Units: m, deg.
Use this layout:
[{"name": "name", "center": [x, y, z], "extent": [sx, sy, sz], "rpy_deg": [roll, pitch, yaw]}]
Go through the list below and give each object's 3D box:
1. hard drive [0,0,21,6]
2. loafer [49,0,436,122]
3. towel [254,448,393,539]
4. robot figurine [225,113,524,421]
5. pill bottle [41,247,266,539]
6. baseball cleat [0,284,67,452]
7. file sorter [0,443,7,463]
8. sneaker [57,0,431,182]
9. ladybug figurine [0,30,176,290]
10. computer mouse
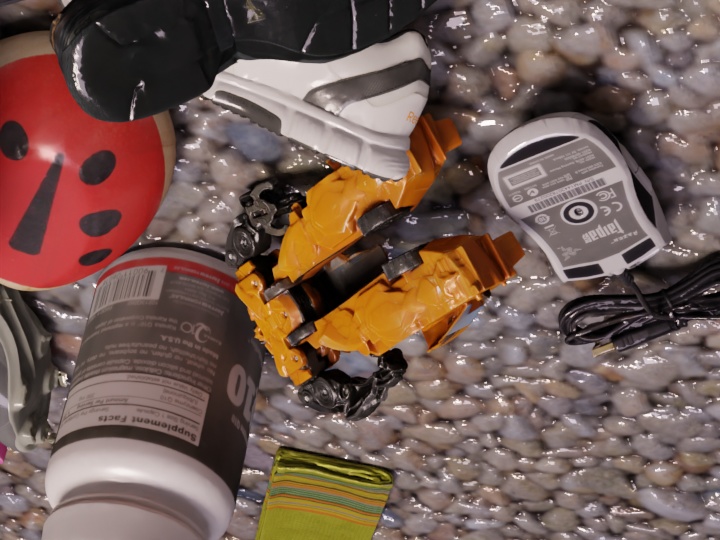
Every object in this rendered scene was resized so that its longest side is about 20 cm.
[{"name": "hard drive", "center": [-0.116, -0.177, 0.813], "extent": [0.198, 0.043, 0.135], "rpy_deg": [-19, 157, 6]}, {"name": "loafer", "center": [-0.050, -0.134, 0.881], "extent": [0.198, 0.072, 0.073], "rpy_deg": [-17, 124, -15]}, {"name": "towel", "center": [-0.033, 0.193, 1.396], "extent": [0.085, 0.018, 0.201], "rpy_deg": [12, 144, -2]}, {"name": "robot figurine", "center": [0.000, 0.000, 1.051], "extent": [0.200, 0.058, 0.146], "rpy_deg": [-33, 83, 52]}, {"name": "pill bottle", "center": [-0.123, 0.098, 1.129], "extent": [0.113, 0.201, 0.114], "rpy_deg": [6, 145, 5]}, {"name": "baseball cleat", "center": [-0.253, 0.036, 1.204], "extent": [0.105, 0.070, 0.201], "rpy_deg": [8, 136, 14]}, {"name": "file sorter", "center": [-0.352, 0.121, 1.280], "extent": [0.138, 0.126, 0.201], "rpy_deg": [-3, 142, 16]}, {"name": "sneaker", "center": [-0.055, -0.117, 0.948], "extent": [0.198, 0.081, 0.074], "rpy_deg": [23, -172, 0]}, {"name": "ladybug figurine", "center": [-0.173, -0.052, 1.046], "extent": [0.134, 0.072, 0.200], "rpy_deg": [16, 144, -9]}, {"name": "computer mouse", "center": [0.132, -0.028, 1.031], "extent": [0.109, 0.044, 0.200], "rpy_deg": [-19, 136, 19]}]
